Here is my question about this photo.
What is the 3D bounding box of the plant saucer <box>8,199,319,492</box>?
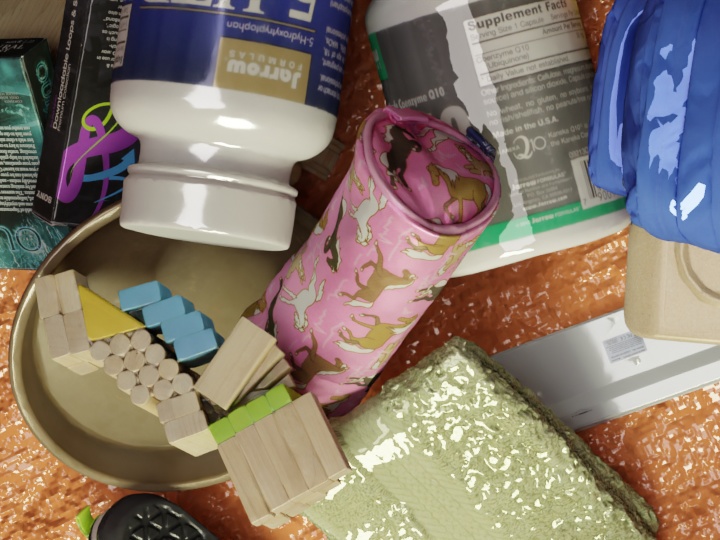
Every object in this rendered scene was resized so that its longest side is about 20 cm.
[{"bbox_3d":[-0.098,0.033,1.654,0.200,0.029,0.200,-9,123,-13],"label":"plant saucer"}]

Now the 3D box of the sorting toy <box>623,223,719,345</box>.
[{"bbox_3d":[0.241,-0.049,1.587,0.200,0.036,0.185,5,94,22],"label":"sorting toy"}]

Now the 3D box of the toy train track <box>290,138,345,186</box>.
[{"bbox_3d":[-0.029,-0.118,1.640,0.033,0.115,0.200,26,88,56],"label":"toy train track"}]

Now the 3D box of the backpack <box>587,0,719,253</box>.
[{"bbox_3d":[0.195,-0.075,1.477,0.168,0.200,0.163,5,94,22],"label":"backpack"}]

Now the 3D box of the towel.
[{"bbox_3d":[0.061,0.130,1.616,0.148,0.037,0.200,-34,121,17],"label":"towel"}]

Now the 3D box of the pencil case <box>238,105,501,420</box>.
[{"bbox_3d":[0.000,0.000,1.561,0.083,0.087,0.200,34,136,1],"label":"pencil case"}]

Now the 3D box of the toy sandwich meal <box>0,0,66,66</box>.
[{"bbox_3d":[-0.202,-0.160,1.698,0.205,0.070,0.206,2,97,18],"label":"toy sandwich meal"}]

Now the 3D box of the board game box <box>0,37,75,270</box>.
[{"bbox_3d":[-0.248,-0.065,1.702,0.200,0.028,0.135,2,119,31],"label":"board game box"}]

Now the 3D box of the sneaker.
[{"bbox_3d":[-0.083,0.203,1.714,0.200,0.072,0.083,50,151,-5],"label":"sneaker"}]

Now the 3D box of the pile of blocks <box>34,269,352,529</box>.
[{"bbox_3d":[-0.082,0.058,1.575,0.200,0.062,0.082,37,89,18],"label":"pile of blocks"}]

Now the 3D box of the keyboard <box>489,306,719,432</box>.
[{"bbox_3d":[0.149,0.049,1.643,0.200,0.011,0.056,-21,84,18],"label":"keyboard"}]

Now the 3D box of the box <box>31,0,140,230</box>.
[{"bbox_3d":[-0.097,-0.118,1.642,0.036,0.143,0.200,23,105,58],"label":"box"}]

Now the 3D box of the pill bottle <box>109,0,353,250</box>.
[{"bbox_3d":[-0.066,-0.115,1.548,0.120,0.120,0.200,6,86,17],"label":"pill bottle"}]

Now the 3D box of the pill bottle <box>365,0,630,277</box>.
[{"bbox_3d":[0.068,-0.105,1.596,0.113,0.113,0.200,-15,91,19],"label":"pill bottle"}]
